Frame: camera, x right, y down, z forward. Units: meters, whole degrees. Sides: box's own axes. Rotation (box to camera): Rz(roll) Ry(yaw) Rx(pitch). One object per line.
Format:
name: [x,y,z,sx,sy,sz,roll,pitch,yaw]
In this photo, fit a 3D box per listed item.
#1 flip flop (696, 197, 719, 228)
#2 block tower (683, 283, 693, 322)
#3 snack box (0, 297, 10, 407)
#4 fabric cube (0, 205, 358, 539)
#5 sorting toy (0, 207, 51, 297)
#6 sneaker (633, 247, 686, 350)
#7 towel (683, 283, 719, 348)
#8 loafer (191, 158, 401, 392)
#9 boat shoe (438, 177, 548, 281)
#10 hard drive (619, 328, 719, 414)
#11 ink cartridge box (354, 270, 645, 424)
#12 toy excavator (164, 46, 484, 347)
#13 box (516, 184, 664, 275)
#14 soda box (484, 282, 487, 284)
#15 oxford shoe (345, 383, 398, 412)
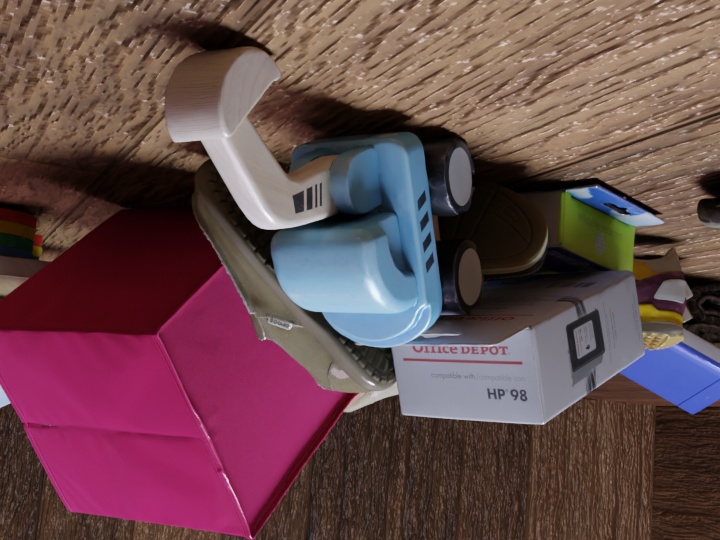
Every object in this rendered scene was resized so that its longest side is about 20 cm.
flip flop: [0.290,-0.016,0.715,0.081,0.058,0.200,0,170,29]
block tower: [0.209,0.064,0.939,0.200,0.054,0.058,-29,175,-1]
snack box: [-0.409,0.058,1.119,0.200,0.068,0.169,27,-152,22]
fabric cube: [-0.147,0.073,0.840,0.199,0.201,0.196,-2,-150,32]
sorting toy: [-0.403,-0.023,1.007,0.198,0.070,0.200,7,170,-16]
sneaker: [0.173,0.017,0.871,0.199,0.090,0.075,4,163,7]
towel: [0.381,0.068,1.119,0.199,0.086,0.165,11,168,-26]
loafer: [-0.054,0.012,0.709,0.067,0.200,0.076,-35,-176,38]
boat shoe: [0.044,-0.022,0.726,0.200,0.072,0.066,6,151,31]
hard drive: [0.274,0.072,1.032,0.200,0.025,0.132,30,160,6]
ink cartridge box: [0.101,0.054,0.707,0.116,0.067,0.200,-3,-169,40]
toy excavator: [-0.017,-0.035,0.576,0.100,0.195,0.200,0,-162,29]
box: [0.116,-0.025,0.788,0.199,0.048,0.122,-2,169,39]
soda box: [0.149,0.022,1.008,0.067,0.064,0.200,6,170,-7]
oxford shoe: [0.030,0.096,0.937,0.074,0.071,0.200,22,151,-18]
